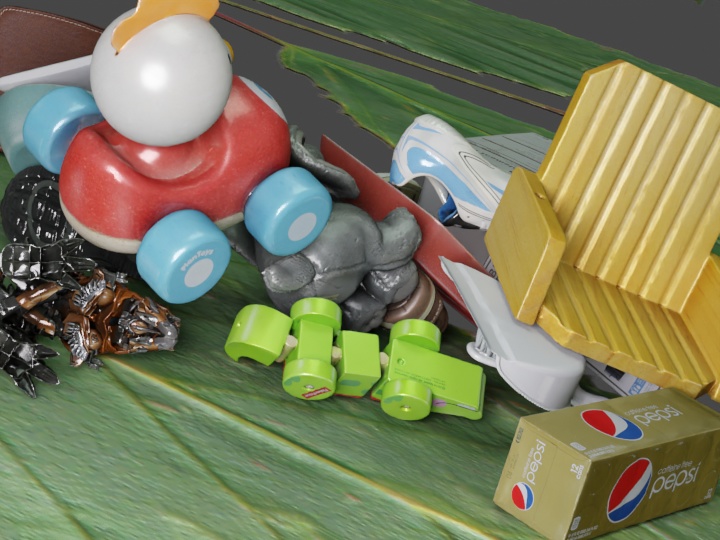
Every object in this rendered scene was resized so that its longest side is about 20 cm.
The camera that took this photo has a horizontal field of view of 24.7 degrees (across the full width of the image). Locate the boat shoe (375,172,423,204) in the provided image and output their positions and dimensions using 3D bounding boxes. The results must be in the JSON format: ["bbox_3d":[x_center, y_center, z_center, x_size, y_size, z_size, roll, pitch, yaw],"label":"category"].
[{"bbox_3d":[-0.020,-0.068,1.557,0.199,0.075,0.068,-3,32,-44],"label":"boat shoe"}]

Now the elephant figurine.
[{"bbox_3d":[-0.053,-0.046,1.299,0.141,0.155,0.200,-25,60,-17],"label":"elephant figurine"}]

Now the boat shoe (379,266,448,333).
[{"bbox_3d":[-0.004,0.005,1.392,0.202,0.075,0.075,38,0,42],"label":"boat shoe"}]

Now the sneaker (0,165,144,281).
[{"bbox_3d":[-0.197,-0.026,1.307,0.199,0.076,0.091,20,-3,23],"label":"sneaker"}]

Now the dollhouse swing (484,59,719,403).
[{"bbox_3d":[0.231,-0.035,1.284,0.199,0.176,0.182,23,23,-19],"label":"dollhouse swing"}]

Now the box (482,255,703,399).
[{"bbox_3d":[0.213,0.033,1.427,0.200,0.060,0.116,41,27,28],"label":"box"}]

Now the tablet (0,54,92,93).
[{"bbox_3d":[-0.199,-0.143,1.368,0.130,0.014,0.200,-11,-11,17],"label":"tablet"}]

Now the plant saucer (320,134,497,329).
[{"bbox_3d":[0.057,-0.015,1.413,0.200,0.037,0.200,44,-1,-40],"label":"plant saucer"}]

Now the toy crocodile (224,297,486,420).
[{"bbox_3d":[-0.001,0.070,1.208,0.199,0.062,0.068,14,58,-16],"label":"toy crocodile"}]

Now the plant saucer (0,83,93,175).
[{"bbox_3d":[-0.211,-0.078,1.337,0.199,0.036,0.200,17,-25,8],"label":"plant saucer"}]

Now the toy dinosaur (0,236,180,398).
[{"bbox_3d":[-0.224,0.026,1.129,0.199,0.103,0.136,-4,6,-6],"label":"toy dinosaur"}]

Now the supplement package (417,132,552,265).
[{"bbox_3d":[0.154,-0.060,1.620,0.117,0.117,0.200,27,21,29],"label":"supplement package"}]

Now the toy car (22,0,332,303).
[{"bbox_3d":[-0.121,-0.120,1.127,0.176,0.201,0.184,-25,55,-31],"label":"toy car"}]

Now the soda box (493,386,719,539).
[{"bbox_3d":[0.184,0.134,1.160,0.064,0.068,0.200,29,22,36],"label":"soda box"}]

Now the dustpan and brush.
[{"bbox_3d":[0.143,0.074,1.261,0.199,0.057,0.140,21,24,-28],"label":"dustpan and brush"}]

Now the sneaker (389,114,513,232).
[{"bbox_3d":[0.111,-0.053,1.364,0.200,0.073,0.072,31,5,-17],"label":"sneaker"}]

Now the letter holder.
[{"bbox_3d":[-0.241,-0.162,1.529,0.199,0.143,0.101,20,19,11],"label":"letter holder"}]
